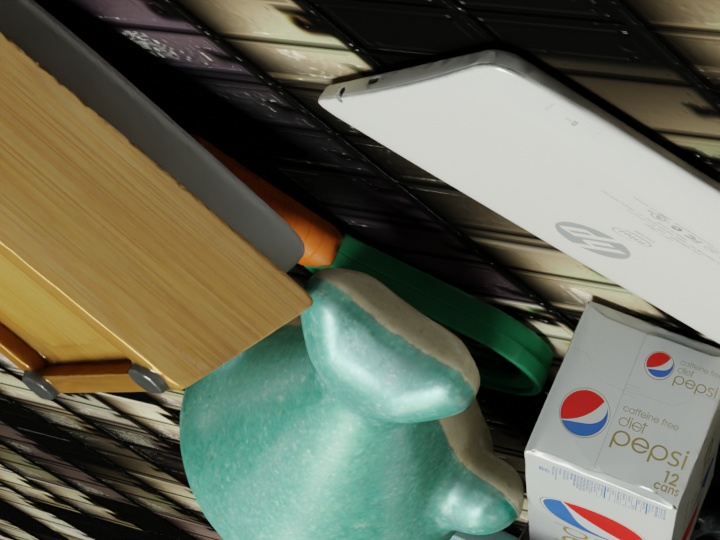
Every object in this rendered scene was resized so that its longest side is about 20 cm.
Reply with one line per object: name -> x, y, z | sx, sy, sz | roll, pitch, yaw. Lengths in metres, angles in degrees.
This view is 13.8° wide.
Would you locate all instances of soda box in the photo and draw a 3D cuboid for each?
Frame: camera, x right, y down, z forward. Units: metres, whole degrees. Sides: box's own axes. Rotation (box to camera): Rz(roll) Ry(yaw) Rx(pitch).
soda box -> 0.108, 0.080, 1.208 | 0.064, 0.068, 0.200 | 21, 165, 9

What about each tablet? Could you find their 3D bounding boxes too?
tablet -> 0.091, -0.016, 1.000 | 0.200, 0.014, 0.130 | 30, 165, -23

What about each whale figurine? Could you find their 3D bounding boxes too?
whale figurine -> -0.011, 0.065, 1.179 | 0.159, 0.104, 0.200 | 36, 163, 2

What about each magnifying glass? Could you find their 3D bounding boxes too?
magnifying glass -> 0.000, 0.000, 1.199 | 0.200, 0.022, 0.080 | 31, 165, -34

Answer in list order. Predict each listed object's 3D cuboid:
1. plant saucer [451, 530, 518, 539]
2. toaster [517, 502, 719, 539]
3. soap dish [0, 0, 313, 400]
plant saucer -> 0.022, 0.132, 1.643 | 0.200, 0.019, 0.070 | 26, 166, -6
toaster -> 0.148, 0.174, 1.401 | 0.200, 0.114, 0.129 | 31, 166, -26
soap dish -> -0.133, -0.031, 1.110 | 0.200, 0.081, 0.157 | 41, 160, -21
